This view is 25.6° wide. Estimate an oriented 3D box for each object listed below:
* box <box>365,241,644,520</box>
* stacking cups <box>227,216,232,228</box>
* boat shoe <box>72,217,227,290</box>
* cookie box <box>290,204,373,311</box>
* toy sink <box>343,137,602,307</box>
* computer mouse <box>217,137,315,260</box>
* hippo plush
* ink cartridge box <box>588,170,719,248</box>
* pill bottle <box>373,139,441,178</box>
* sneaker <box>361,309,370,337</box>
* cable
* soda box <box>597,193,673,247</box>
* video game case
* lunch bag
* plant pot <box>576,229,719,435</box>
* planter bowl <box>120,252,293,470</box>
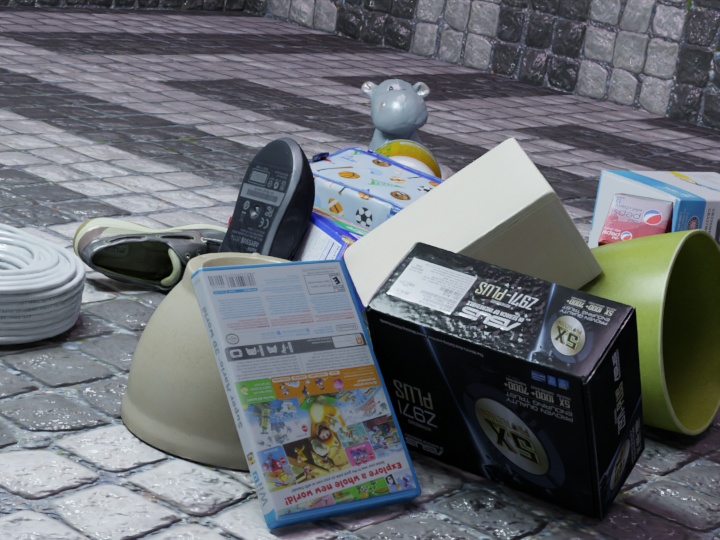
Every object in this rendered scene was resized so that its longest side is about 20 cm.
[{"bbox_3d":[0.116,0.086,1.261,0.198,0.165,0.086,18,50,29],"label":"box"},{"bbox_3d":[-0.060,-0.039,1.896,0.198,0.061,0.061,-1,17,-15],"label":"stacking cups"},{"bbox_3d":[-0.201,-0.009,1.665,0.199,0.072,0.066,7,27,-22],"label":"boat shoe"},{"bbox_3d":[0.000,0.000,1.642,0.170,0.076,0.200,22,8,-30],"label":"cookie box"},{"bbox_3d":[0.103,-0.005,1.472,0.199,0.112,0.131,-34,27,4],"label":"toy sink"},{"bbox_3d":[-0.098,-0.035,1.597,0.052,0.202,0.138,24,0,-40],"label":"computer mouse"},{"bbox_3d":[0.071,-0.195,2.329,0.157,0.163,0.200,7,15,-4],"label":"hippo plush"},{"bbox_3d":[0.404,-0.036,1.960,0.198,0.148,0.146,-2,17,-33],"label":"ink cartridge box"},{"bbox_3d":[0.051,-0.099,2.055,0.110,0.112,0.200,9,15,1],"label":"pill bottle"},{"bbox_3d":[-0.019,0.068,1.464,0.197,0.077,0.114,16,14,12],"label":"sneaker"},{"bbox_3d":[-0.359,0.011,1.483,0.198,0.070,0.200,14,16,16],"label":"cable"},{"bbox_3d":[0.282,0.009,1.635,0.063,0.201,0.070,13,57,17],"label":"soda box"},{"bbox_3d":[-0.041,0.088,1.203,0.142,0.202,0.018,-3,-23,-41],"label":"video game case"},{"bbox_3d":[0.025,-0.084,1.857,0.199,0.076,0.160,26,29,30],"label":"lunch bag"},{"bbox_3d":[0.227,0.055,1.505,0.198,0.190,0.186,1,9,33],"label":"plant pot"},{"bbox_3d":[-0.093,0.064,1.310,0.198,0.136,0.200,8,15,-2],"label":"planter bowl"}]
